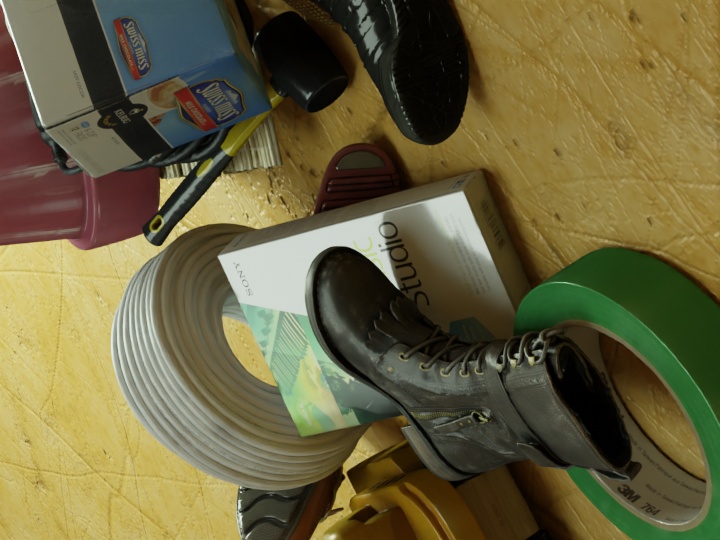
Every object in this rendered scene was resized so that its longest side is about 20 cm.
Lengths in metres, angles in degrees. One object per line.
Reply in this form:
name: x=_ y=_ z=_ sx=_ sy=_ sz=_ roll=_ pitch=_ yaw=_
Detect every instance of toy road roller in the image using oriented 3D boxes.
toy road roller: x=0.033 y=0.194 z=1.830 sx=0.123 sy=0.146 sz=0.200 roll=63 pitch=154 yaw=0

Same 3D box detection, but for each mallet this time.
mallet: x=-0.092 y=-0.096 z=1.760 sx=0.200 sy=0.041 sz=0.066 roll=-39 pitch=74 yaw=30

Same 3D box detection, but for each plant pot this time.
plant pot: x=-0.261 y=-0.097 z=1.844 sx=0.200 sy=0.179 sz=0.200 roll=54 pitch=154 yaw=41

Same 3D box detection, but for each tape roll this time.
tape roll: x=0.177 y=0.083 z=1.575 sx=0.200 sy=0.048 sz=0.200 roll=42 pitch=150 yaw=31

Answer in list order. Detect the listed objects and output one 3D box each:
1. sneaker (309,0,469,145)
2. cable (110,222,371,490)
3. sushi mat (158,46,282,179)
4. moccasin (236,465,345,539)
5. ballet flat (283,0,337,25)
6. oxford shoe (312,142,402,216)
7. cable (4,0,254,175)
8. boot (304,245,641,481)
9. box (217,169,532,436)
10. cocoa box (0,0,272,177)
sneaker: x=0.001 y=-0.176 z=1.595 sx=0.104 sy=0.060 sz=0.200 roll=12 pitch=123 yaw=55
cable: x=-0.077 y=0.061 z=1.826 sx=0.200 sy=0.200 sz=0.069 roll=43 pitch=131 yaw=-5
sushi mat: x=-0.118 y=-0.160 z=1.776 sx=0.096 sy=0.012 sz=0.200 roll=-7 pitch=104 yaw=21
moccasin: x=-0.046 y=0.155 z=1.908 sx=0.201 sy=0.074 sz=0.078 roll=-83 pitch=-26 yaw=-60
ballet flat: x=-0.074 y=-0.237 z=1.647 sx=0.071 sy=0.065 sz=0.200 roll=-1 pitch=118 yaw=56
oxford shoe: x=0.000 y=0.000 z=1.775 sx=0.075 sy=0.070 sz=0.200 roll=-89 pitch=-1 yaw=-67
cable: x=-0.154 y=-0.167 z=1.725 sx=0.051 sy=0.163 sz=0.200 roll=8 pitch=-110 yaw=-74
boot: x=0.072 y=0.054 z=1.594 sx=0.200 sy=0.069 sz=0.174 roll=50 pitch=150 yaw=-16
box: x=0.018 y=0.025 z=1.702 sx=0.200 sy=0.036 sz=0.144 roll=-14 pitch=108 yaw=33
cocoa box: x=-0.155 y=-0.183 z=1.638 sx=0.133 sy=0.131 sz=0.200 roll=57 pitch=-167 yaw=-75
